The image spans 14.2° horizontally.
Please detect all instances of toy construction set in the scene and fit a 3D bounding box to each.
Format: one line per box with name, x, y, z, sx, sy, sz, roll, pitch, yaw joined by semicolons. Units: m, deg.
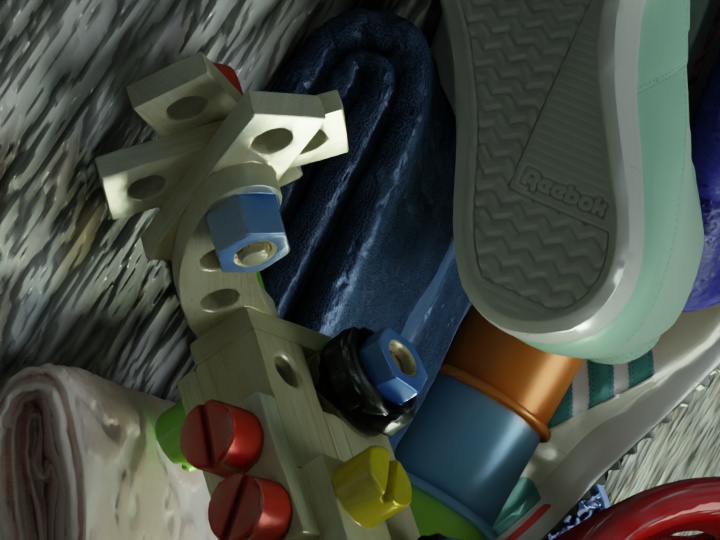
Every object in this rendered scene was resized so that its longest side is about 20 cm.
toy construction set;-0.025;0.052;0.703;0.131;0.092;0.201;21;57;-50

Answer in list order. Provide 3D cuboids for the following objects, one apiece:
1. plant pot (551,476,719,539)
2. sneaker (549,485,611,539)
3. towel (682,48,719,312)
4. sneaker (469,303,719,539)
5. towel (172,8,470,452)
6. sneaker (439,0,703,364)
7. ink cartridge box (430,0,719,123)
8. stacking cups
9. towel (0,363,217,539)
plant pot;0.095;0.194;1.007;0.182;0.200;0.201;-39;-169;50
sneaker;0.057;0.045;1.153;0.070;0.078;0.201;-20;125;-20
towel;0.160;-0.075;0.915;0.148;0.050;0.200;-43;165;-31
sneaker;0.069;0.020;1.052;0.200;0.093;0.070;-46;-154;-12
towel;0.000;0.000;0.884;0.112;0.048;0.200;-62;166;-11
sneaker;0.065;-0.070;0.854;0.118;0.073;0.201;37;57;-71
ink cartridge box;0.108;-0.128;0.972;0.200;0.083;0.146;-41;153;-59
stacking cups;0.034;0.062;0.983;0.200;0.060;0.061;-59;166;-8
towel;-0.060;0.129;0.784;0.200;0.032;0.192;33;56;-76
